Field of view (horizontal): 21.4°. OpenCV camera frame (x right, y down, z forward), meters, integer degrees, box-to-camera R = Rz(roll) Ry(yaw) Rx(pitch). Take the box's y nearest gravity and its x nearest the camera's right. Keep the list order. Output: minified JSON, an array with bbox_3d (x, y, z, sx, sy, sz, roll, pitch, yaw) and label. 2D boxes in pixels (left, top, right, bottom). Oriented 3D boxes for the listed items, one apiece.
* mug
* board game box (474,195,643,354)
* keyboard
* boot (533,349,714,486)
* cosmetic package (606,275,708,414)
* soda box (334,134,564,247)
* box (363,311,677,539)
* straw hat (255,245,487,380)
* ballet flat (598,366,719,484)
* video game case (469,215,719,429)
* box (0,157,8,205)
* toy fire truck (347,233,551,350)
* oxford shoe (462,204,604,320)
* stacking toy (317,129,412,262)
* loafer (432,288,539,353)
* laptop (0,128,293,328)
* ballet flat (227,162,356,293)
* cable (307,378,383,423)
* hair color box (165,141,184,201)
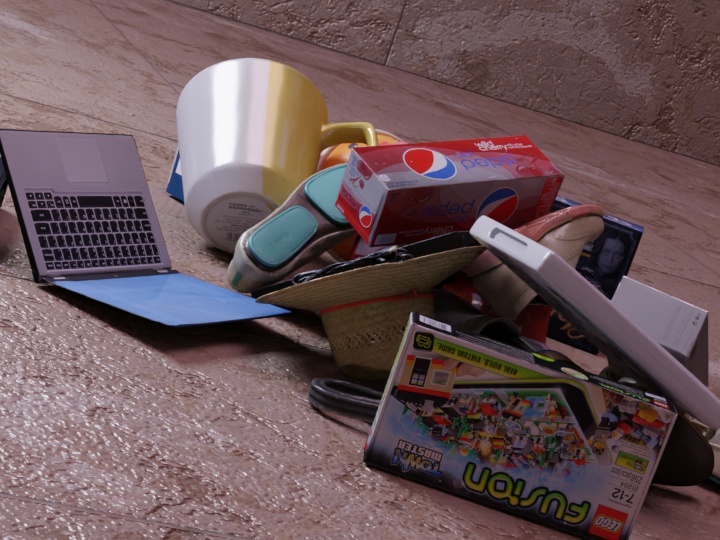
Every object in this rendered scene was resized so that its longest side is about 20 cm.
[{"bbox_3d":[-0.092,-0.104,1.813,0.149,0.186,0.154,46,30,-36],"label":"mug"},{"bbox_3d":[0.172,-0.014,1.937,0.199,0.136,0.035,20,12,6],"label":"board game box"},{"bbox_3d":[0.000,0.000,1.629,0.199,0.021,0.127,-17,-4,20],"label":"keyboard"},{"bbox_3d":[0.213,0.135,1.478,0.199,0.075,0.097,26,8,-25],"label":"boot"},{"bbox_3d":[0.265,0.074,1.695,0.082,0.051,0.200,22,-16,17],"label":"cosmetic package"},{"bbox_3d":[0.080,-0.073,1.706,0.199,0.064,0.070,-6,39,-34],"label":"soda box"},{"bbox_3d":[0.112,0.114,1.355,0.199,0.111,0.035,18,13,-2],"label":"box"},{"bbox_3d":[0.016,0.044,1.538,0.200,0.086,0.201,-13,-5,-1],"label":"straw hat"},{"bbox_3d":[0.284,0.137,1.621,0.199,0.070,0.069,23,13,15],"label":"ballet flat"},{"bbox_3d":[0.186,0.039,1.511,0.200,0.024,0.182,41,-1,-17],"label":"video game case"},{"bbox_3d":[-0.398,-0.087,1.593,0.199,0.044,0.160,18,12,-7],"label":"box"},{"bbox_3d":[0.081,0.028,1.718,0.199,0.113,0.168,18,31,0],"label":"toy fire truck"},{"bbox_3d":[0.159,-0.007,1.675,0.071,0.074,0.199,-24,0,43],"label":"oxford shoe"},{"bbox_3d":[0.051,-0.075,1.858,0.145,0.147,0.200,12,-9,-29],"label":"stacking toy"},{"bbox_3d":[0.109,0.065,1.579,0.070,0.070,0.200,-16,38,-29],"label":"loafer"},{"bbox_3d":[-0.174,-0.037,1.553,0.115,0.201,0.187,-21,-8,27],"label":"laptop"},{"bbox_3d":[-0.050,-0.040,1.726,0.200,0.062,0.068,-31,77,-40],"label":"ballet flat"},{"bbox_3d":[0.057,0.125,1.426,0.198,0.051,0.097,7,17,-2],"label":"cable"},{"bbox_3d":[-0.103,-0.110,2.009,0.199,0.101,0.060,6,16,-47],"label":"hair color box"}]
